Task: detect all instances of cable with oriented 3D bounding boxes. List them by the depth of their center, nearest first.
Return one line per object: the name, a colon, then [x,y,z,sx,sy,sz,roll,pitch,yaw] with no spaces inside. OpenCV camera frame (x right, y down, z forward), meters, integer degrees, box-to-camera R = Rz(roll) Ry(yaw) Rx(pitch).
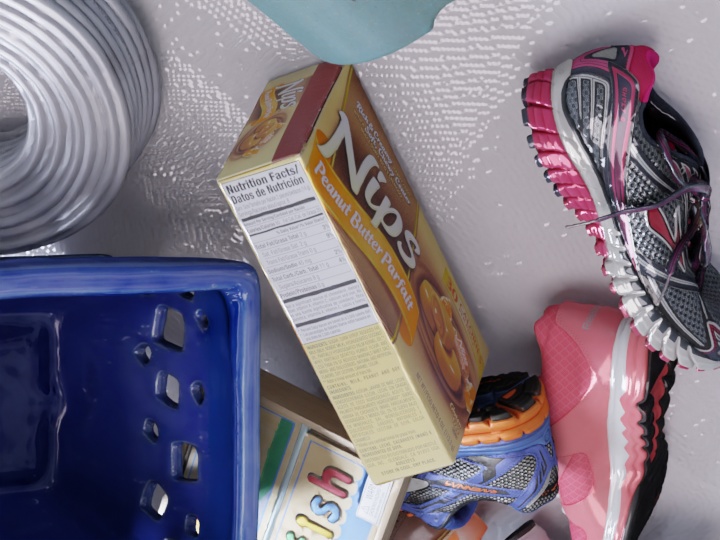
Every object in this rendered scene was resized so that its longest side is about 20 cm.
cable: [-0.211,-0.100,1.385,0.199,0.069,0.201,-4,126,14]

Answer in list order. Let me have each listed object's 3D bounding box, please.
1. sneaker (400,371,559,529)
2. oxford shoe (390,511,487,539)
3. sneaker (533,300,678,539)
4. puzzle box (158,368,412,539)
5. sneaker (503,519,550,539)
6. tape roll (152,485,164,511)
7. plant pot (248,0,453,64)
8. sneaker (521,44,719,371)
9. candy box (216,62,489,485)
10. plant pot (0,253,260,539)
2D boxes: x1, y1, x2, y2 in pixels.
sneaker: [0.031,0.117,1.472,0.199,0.075,0.079,-11,109,42]
oxford shoe: [-0.009,0.191,1.581,0.073,0.071,0.200,46,118,-1]
sneaker: [0.132,0.096,1.481,0.086,0.074,0.201,17,128,19]
puzzle box: [-0.054,0.155,1.475,0.132,0.025,0.201,26,122,11]
sneaker: [0.079,0.246,1.576,0.079,0.074,0.201,42,130,16]
tape roll: [-0.156,0.204,1.594,0.201,0.071,0.203,3,122,5]
plant pot: [-0.030,-0.213,1.196,0.200,0.201,0.196,-29,124,29]
sneaker: [0.160,-0.029,1.360,0.074,0.081,0.200,-22,120,23]
candy box: [0.000,0.000,1.377,0.055,0.116,0.201,-17,115,22]
plant pot: [-0.182,0.085,1.397,0.199,0.179,0.201,-3,99,-34]
